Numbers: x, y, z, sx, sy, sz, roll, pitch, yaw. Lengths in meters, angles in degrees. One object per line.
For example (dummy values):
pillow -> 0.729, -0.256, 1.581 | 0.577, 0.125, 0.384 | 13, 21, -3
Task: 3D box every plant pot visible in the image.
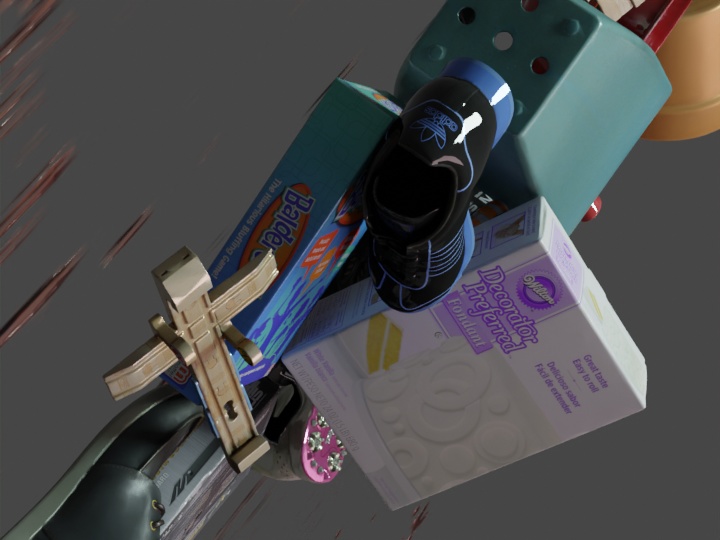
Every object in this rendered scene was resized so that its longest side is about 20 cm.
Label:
plant pot -> 0.286, -0.242, 1.514 | 0.200, 0.199, 0.140 | -51, 156, -21
plant pot -> 0.108, -0.127, 1.081 | 0.142, 0.141, 0.200 | -54, 166, 1

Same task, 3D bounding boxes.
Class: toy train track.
toy train track -> -0.075, 0.061, 0.900 | 0.114, 0.033, 0.201 | -39, 148, -18

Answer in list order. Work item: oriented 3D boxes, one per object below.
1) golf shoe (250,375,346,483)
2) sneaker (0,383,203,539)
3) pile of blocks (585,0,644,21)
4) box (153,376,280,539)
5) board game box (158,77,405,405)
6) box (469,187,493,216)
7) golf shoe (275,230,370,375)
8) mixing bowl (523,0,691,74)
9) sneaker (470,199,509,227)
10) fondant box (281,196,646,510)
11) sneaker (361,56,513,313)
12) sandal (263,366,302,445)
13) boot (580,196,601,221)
golf shoe -> -0.044, 0.105, 1.463 | 0.091, 0.076, 0.201 | -12, -143, 32
sneaker -> -0.133, 0.159, 0.954 | 0.200, 0.106, 0.075 | -49, 171, -35
pile of blocks -> 0.145, -0.226, 1.131 | 0.062, 0.082, 0.200 | -39, 163, 2
box -> -0.144, 0.171, 1.163 | 0.200, 0.048, 0.159 | -49, 172, -30
board game box -> -0.038, -0.019, 0.989 | 0.201, 0.045, 0.152 | -56, 172, 10
box -> 0.089, -0.001, 1.288 | 0.193, 0.047, 0.201 | -37, 155, -44
golf shoe -> 0.000, 0.000, 1.188 | 0.201, 0.078, 0.094 | -58, 172, 34
mixing bowl -> 0.195, -0.215, 1.311 | 0.201, 0.108, 0.200 | -52, 172, -10
sneaker -> 0.110, 0.047, 1.166 | 0.078, 0.112, 0.201 | -42, 157, -25
fondant box -> 0.069, 0.059, 1.081 | 0.199, 0.145, 0.058 | -26, -156, 22
sneaker -> 0.029, -0.032, 0.937 | 0.078, 0.070, 0.201 | -46, 161, -36
sandal -> -0.076, 0.110, 1.320 | 0.075, 0.045, 0.200 | -51, 172, -24
boot -> 0.154, -0.105, 1.416 | 0.073, 0.144, 0.200 | -51, 171, -4
